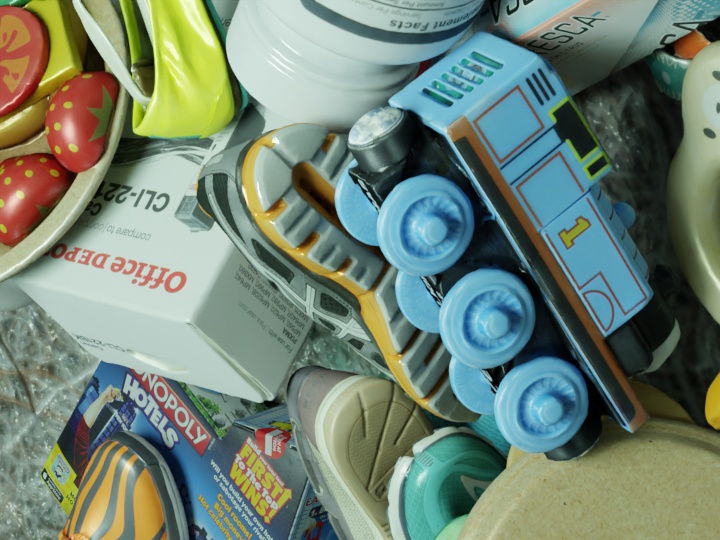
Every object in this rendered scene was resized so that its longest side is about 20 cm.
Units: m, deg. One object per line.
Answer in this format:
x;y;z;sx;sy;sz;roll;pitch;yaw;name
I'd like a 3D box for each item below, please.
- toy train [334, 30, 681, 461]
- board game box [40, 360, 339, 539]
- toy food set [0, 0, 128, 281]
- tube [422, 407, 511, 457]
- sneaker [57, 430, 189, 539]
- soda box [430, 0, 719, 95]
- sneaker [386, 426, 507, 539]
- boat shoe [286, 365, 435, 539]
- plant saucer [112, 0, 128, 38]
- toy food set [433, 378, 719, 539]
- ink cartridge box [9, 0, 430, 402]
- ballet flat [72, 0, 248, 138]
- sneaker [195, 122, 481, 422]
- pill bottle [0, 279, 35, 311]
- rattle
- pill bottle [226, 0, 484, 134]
0.073;-0.007;1.234;0.200;0.114;0.087;56;173;-24;toy train
-0.075;0.122;1.537;0.200;0.062;0.200;51;132;21;board game box
-0.206;-0.079;1.386;0.199;0.049;0.199;-30;57;18;toy food set
0.058;0.087;1.408;0.077;0.050;0.200;46;134;17;tube
-0.165;0.190;1.524;0.077;0.112;0.201;32;124;34;sneaker
0.108;-0.134;1.237;0.200;0.068;0.064;-26;61;57;soda box
0.082;0.161;1.352;0.080;0.077;0.201;20;145;59;sneaker
0.019;0.121;1.390;0.065;0.072;0.200;34;160;48;boat shoe
-0.161;-0.165;1.493;0.199;0.050;0.201;-22;47;25;plant saucer
0.129;0.167;1.286;0.200;0.049;0.198;35;84;4;toy food set
-0.070;-0.048;1.386;0.144;0.084;0.201;12;68;42;ink cartridge box
-0.115;-0.158;1.318;0.067;0.067;0.201;163;88;-72;ballet flat
0.000;0.000;1.298;0.077;0.078;0.200;1;141;50;sneaker
-0.219;-0.040;1.488;0.199;0.112;0.113;16;113;34;pill bottle
0.149;-0.040;1.217;0.201;0.142;0.130;64;154;0;rattle
0.011;-0.164;1.219;0.120;0.119;0.200;49;135;23;pill bottle
